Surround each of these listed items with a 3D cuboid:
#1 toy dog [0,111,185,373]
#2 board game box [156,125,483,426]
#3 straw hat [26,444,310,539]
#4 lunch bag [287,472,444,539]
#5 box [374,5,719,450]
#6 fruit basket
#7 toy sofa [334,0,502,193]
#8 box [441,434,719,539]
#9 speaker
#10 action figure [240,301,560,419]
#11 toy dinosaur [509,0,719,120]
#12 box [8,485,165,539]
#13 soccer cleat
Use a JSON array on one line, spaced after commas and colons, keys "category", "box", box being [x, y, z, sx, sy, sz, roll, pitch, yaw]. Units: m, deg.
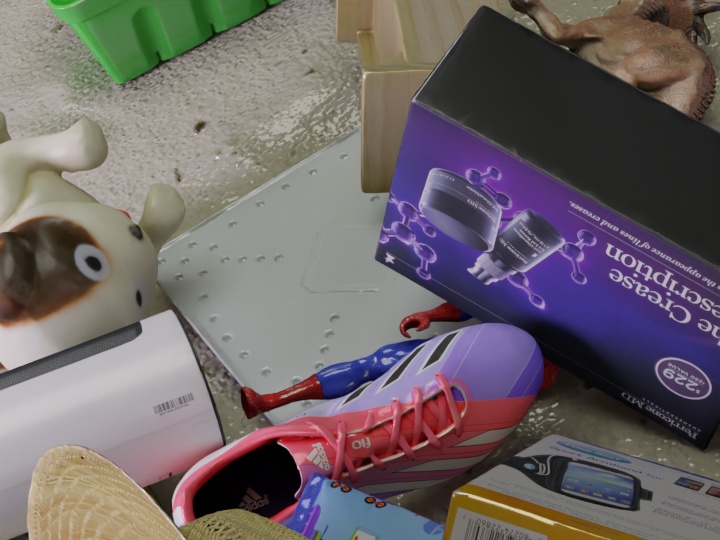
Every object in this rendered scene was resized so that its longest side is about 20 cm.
[{"category": "toy dog", "box": [-0.188, 0.002, 1.063, 0.194, 0.140, 0.200, -44, 28, -19]}, {"category": "board game box", "box": [0.000, 0.000, 1.112, 0.199, 0.026, 0.200, -32, 43, -13]}, {"category": "straw hat", "box": [-0.054, 0.150, 0.812, 0.085, 0.202, 0.201, -24, 38, -31]}, {"category": "lunch bag", "box": [0.001, 0.215, 0.847, 0.150, 0.094, 0.200, 19, 64, 33]}, {"category": "box", "box": [0.117, -0.019, 0.945, 0.199, 0.141, 0.079, 30, 60, 12]}, {"category": "fruit basket", "box": [-0.150, -0.265, 1.324, 0.215, 0.216, 0.156, -29, 42, -9]}, {"category": "toy sofa", "box": [0.039, -0.132, 1.157, 0.097, 0.083, 0.200, -2, 35, -6]}, {"category": "box", "box": [0.118, 0.115, 0.846, 0.118, 0.200, 0.042, 15, 96, 18]}, {"category": "speaker", "box": [-0.172, 0.091, 0.951, 0.199, 0.082, 0.081, -21, 41, -10]}, {"category": "action figure", "box": [0.039, 0.054, 1.003, 0.199, 0.052, 0.066, -21, 79, -11]}, {"category": "toy dinosaur", "box": [0.173, -0.123, 1.135, 0.135, 0.086, 0.201, -17, 46, -6]}, {"category": "box", "box": [-0.166, 0.135, 1.000, 0.117, 0.049, 0.200, -21, 35, -18]}, {"category": "soccer cleat", "box": [0.000, 0.085, 0.932, 0.199, 0.076, 0.067, -25, 83, 1]}]
